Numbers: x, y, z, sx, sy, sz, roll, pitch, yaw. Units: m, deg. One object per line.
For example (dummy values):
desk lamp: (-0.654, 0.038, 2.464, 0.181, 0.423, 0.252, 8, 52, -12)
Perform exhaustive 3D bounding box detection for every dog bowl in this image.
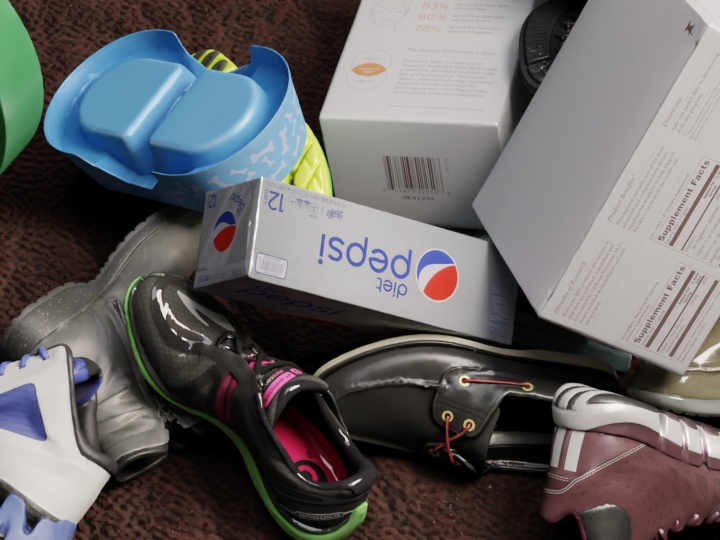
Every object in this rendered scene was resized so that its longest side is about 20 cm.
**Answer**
dog bowl: (-0.116, -0.093, 1.459, 0.199, 0.050, 0.112, 13, 58, 43)

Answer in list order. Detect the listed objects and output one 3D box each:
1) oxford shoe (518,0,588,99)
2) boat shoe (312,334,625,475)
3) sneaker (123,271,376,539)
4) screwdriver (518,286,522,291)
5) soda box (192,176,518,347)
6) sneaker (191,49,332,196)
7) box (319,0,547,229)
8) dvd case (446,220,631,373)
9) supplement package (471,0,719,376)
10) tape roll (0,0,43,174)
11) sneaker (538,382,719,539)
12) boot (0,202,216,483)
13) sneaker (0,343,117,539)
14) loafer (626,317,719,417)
oxford shoe: (0.151, -0.147, 1.530, 0.072, 0.085, 0.200, 12, 32, 13)
boat shoe: (0.068, 0.087, 1.398, 0.200, 0.074, 0.063, 4, 39, -10)
sneaker: (-0.060, 0.070, 1.358, 0.200, 0.084, 0.077, 46, 49, 5)
screwdriver: (0.028, -0.009, 1.487, 0.199, 0.028, 0.029, 7, 20, 0)
soda box: (0.000, 0.000, 1.391, 0.199, 0.068, 0.064, 15, 75, -33)
sneaker: (-0.063, -0.077, 1.515, 0.074, 0.084, 0.200, -42, 45, 5)
box: (0.059, -0.131, 1.563, 0.124, 0.098, 0.200, 3, 45, 15)
dvd case: (0.134, -0.026, 1.547, 0.145, 0.022, 0.200, 15, 46, 6)
supplement package: (0.177, -0.071, 1.372, 0.111, 0.201, 0.156, 22, 20, -23)
tape roll: (-0.301, -0.137, 1.466, 0.200, 0.201, 0.048, 23, 49, 14)
sneaker: (0.185, 0.146, 1.372, 0.199, 0.076, 0.116, 19, 86, -25)
boot: (-0.121, 0.046, 1.431, 0.131, 0.068, 0.200, 42, 54, 12)
sneaker: (-0.216, 0.080, 1.338, 0.199, 0.081, 0.115, 38, 81, 17)
loafer: (0.240, 0.038, 1.443, 0.075, 0.070, 0.200, 11, 23, 43)
